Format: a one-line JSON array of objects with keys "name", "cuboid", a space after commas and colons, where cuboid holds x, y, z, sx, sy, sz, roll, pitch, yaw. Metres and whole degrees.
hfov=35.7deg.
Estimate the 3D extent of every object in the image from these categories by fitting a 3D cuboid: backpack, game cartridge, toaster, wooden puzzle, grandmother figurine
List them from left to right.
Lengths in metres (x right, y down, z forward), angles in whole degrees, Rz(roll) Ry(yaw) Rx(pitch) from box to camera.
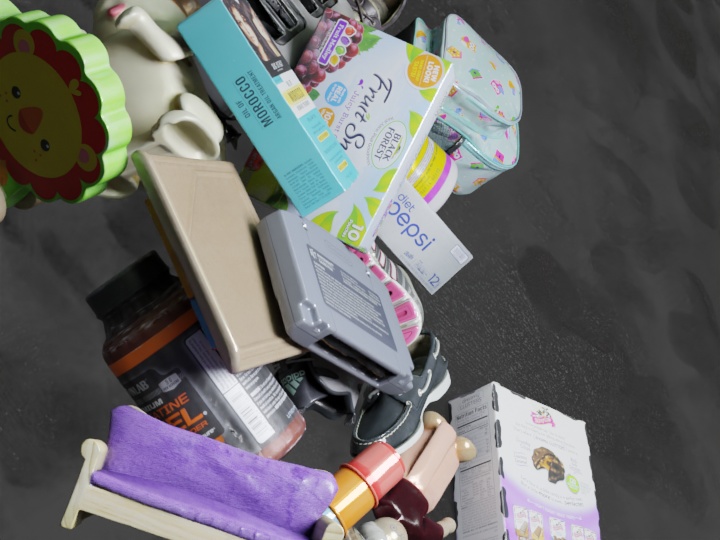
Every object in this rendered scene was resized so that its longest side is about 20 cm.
[{"name": "wooden puzzle", "cuboid": [-0.112, -0.007, 0.922, 0.185, 0.037, 0.200, 65, 14, 6]}, {"name": "toaster", "cuboid": [-0.120, -0.267, 1.179, 0.200, 0.119, 0.181, 51, 39, -10]}, {"name": "game cartridge", "cuboid": [-0.021, 0.027, 1.014, 0.200, 0.041, 0.133, 37, 25, -52]}, {"name": "grandmother figurine", "cuboid": [0.045, 0.219, 1.090, 0.121, 0.061, 0.200, 34, 37, 3]}, {"name": "backpack", "cuboid": [0.115, -0.199, 1.375, 0.200, 0.153, 0.176, 42, 35, -32]}]

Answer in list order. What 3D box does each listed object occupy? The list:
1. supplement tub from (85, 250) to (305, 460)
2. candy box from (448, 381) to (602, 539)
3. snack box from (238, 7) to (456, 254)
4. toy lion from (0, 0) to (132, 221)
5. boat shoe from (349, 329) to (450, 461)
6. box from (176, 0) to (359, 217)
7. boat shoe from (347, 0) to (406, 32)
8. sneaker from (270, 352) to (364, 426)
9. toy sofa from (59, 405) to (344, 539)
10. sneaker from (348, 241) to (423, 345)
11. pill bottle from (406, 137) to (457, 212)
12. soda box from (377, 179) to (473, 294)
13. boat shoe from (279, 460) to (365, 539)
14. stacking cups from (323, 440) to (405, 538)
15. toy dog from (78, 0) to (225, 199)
[{"name": "supplement tub", "cuboid": [-0.142, 0.083, 0.932, 0.200, 0.107, 0.107, 54, 38, -6]}, {"name": "candy box", "cuboid": [0.180, 0.243, 1.214, 0.168, 0.071, 0.200, 26, 49, -35]}, {"name": "snack box", "cuboid": [-0.013, -0.136, 1.092, 0.142, 0.200, 0.053, 26, -3, 11]}, {"name": "toy lion", "cuboid": [-0.269, -0.136, 0.863, 0.200, 0.192, 0.069, 57, 37, -2]}, {"name": "boat shoe", "cuboid": [0.034, 0.124, 1.121, 0.200, 0.075, 0.060, -51, 130, -62]}, {"name": "box", "cuboid": [-0.079, -0.150, 1.003, 0.200, 0.049, 0.082, 57, 16, -9]}, {"name": "boat shoe", "cuboid": [-0.006, -0.313, 1.380, 0.072, 0.065, 0.200, 57, 38, -6]}, {"name": "sneaker", "cuboid": [-0.066, 0.076, 1.043, 0.200, 0.078, 0.140, 35, 43, -28]}, {"name": "toy sofa", "cuboid": [-0.114, 0.172, 0.834, 0.200, 0.083, 0.098, 20, 80, -5]}, {"name": "sneaker", "cuboid": [0.000, 0.000, 1.177, 0.200, 0.074, 0.087, 51, 8, 14]}, {"name": "pill bottle", "cuboid": [0.009, -0.143, 1.251, 0.200, 0.104, 0.104, 41, 41, -23]}, {"name": "soda box", "cuboid": [0.030, -0.070, 1.189, 0.200, 0.063, 0.068, 47, 2, -23]}, {"name": "boat shoe", "cuboid": [-0.028, 0.253, 0.982, 0.073, 0.065, 0.200, -39, 79, -21]}, {"name": "stacking cups", "cuboid": [-0.045, 0.217, 0.932, 0.200, 0.060, 0.061, -36, 95, -31]}, {"name": "toy dog", "cuboid": [-0.187, -0.175, 1.031, 0.194, 0.139, 0.200, 20, 51, -55]}]
